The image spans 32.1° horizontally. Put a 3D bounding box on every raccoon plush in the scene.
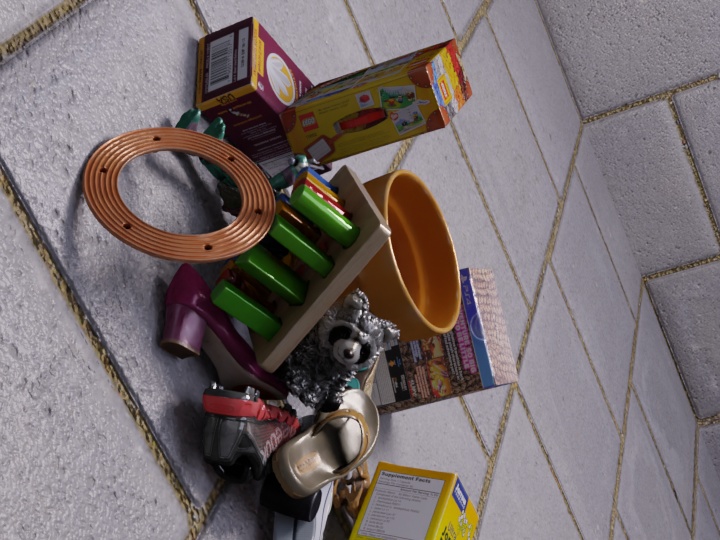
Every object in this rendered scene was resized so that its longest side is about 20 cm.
[{"bbox_3d":[-0.039,0.061,1.396,0.096,0.134,0.200,37,11,-33],"label":"raccoon plush"}]

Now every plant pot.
[{"bbox_3d":[0.000,0.000,1.527,0.200,0.181,0.202,42,39,-48],"label":"plant pot"}]

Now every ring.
[{"bbox_3d":[-0.185,-0.077,1.282,0.202,0.198,0.019,-76,-174,-48],"label":"ring"}]

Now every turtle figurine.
[{"bbox_3d":[-0.126,-0.108,1.464,0.200,0.149,0.102,38,65,-39],"label":"turtle figurine"}]

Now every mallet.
[{"bbox_3d":[-0.059,0.200,1.430,0.201,0.065,0.042,-70,168,-49],"label":"mallet"}]

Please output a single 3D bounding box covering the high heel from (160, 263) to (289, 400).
[{"bbox_3d":[-0.138,0.073,1.377,0.200,0.067,0.097,40,51,-47],"label":"high heel"}]

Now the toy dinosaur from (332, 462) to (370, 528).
[{"bbox_3d":[0.000,0.299,1.555,0.106,0.060,0.202,44,38,-51],"label":"toy dinosaur"}]

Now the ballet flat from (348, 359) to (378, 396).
[{"bbox_3d":[-0.014,0.150,1.634,0.201,0.069,0.066,-75,168,-45],"label":"ballet flat"}]

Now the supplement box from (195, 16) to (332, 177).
[{"bbox_3d":[-0.118,-0.208,1.582,0.200,0.085,0.112,43,37,-49],"label":"supplement box"}]

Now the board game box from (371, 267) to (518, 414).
[{"bbox_3d":[0.095,0.099,1.716,0.097,0.198,0.162,4,72,-64],"label":"board game box"}]

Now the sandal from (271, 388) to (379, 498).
[{"bbox_3d":[-0.026,0.186,1.381,0.081,0.054,0.200,54,32,3],"label":"sandal"}]

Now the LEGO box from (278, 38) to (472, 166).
[{"bbox_3d":[0.022,-0.204,1.536,0.078,0.198,0.149,68,25,-16],"label":"LEGO box"}]

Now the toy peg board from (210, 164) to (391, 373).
[{"bbox_3d":[-0.084,-0.029,1.367,0.097,0.200,0.200,37,11,-24],"label":"toy peg board"}]

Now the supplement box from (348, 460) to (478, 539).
[{"bbox_3d":[0.053,0.348,1.501,0.202,0.108,0.110,-66,146,-31],"label":"supplement box"}]

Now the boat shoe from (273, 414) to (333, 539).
[{"bbox_3d":[-0.069,0.261,1.439,0.201,0.072,0.067,-77,169,-46],"label":"boat shoe"}]

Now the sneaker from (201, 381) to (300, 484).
[{"bbox_3d":[-0.121,0.183,1.356,0.200,0.070,0.099,40,57,-69],"label":"sneaker"}]
